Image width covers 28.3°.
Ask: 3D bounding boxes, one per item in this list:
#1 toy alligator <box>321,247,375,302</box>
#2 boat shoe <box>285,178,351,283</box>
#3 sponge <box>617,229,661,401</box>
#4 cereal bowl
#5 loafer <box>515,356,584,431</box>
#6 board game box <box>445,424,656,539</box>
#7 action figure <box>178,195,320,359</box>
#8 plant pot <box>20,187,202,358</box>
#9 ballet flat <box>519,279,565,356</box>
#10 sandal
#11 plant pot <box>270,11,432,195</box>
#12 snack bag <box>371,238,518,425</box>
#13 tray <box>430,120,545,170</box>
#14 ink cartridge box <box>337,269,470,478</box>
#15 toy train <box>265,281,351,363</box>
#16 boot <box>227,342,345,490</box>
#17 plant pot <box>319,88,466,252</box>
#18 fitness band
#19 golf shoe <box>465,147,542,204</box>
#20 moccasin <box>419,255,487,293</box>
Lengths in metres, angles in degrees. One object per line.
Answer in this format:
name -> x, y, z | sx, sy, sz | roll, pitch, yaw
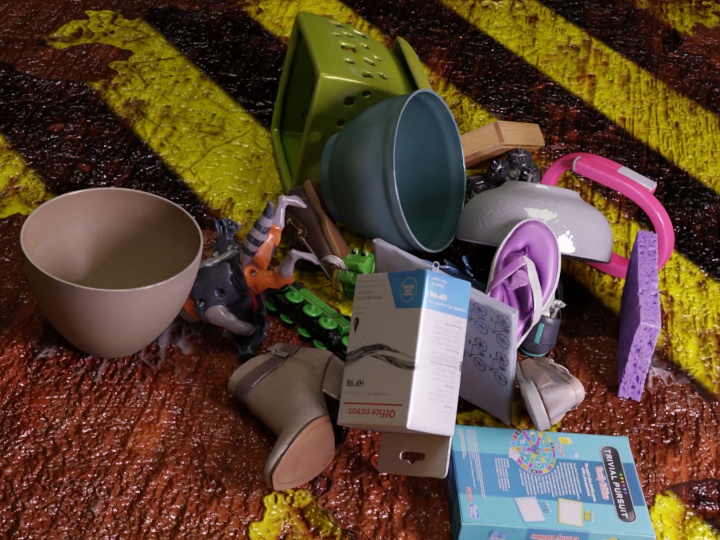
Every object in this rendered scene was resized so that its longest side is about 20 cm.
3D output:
toy alligator -> 0.000, 0.000, 1.647 | 0.059, 0.200, 0.055 | 11, 73, 20
boat shoe -> -0.057, -0.036, 1.793 | 0.070, 0.071, 0.201 | -34, 36, 6
sponge -> 0.333, 0.051, 1.706 | 0.029, 0.113, 0.201 | 10, 35, 5
cereal bowl -> 0.222, -0.064, 1.788 | 0.198, 0.084, 0.200 | 10, 0, 0
loafer -> 0.206, 0.131, 1.541 | 0.062, 0.073, 0.200 | -22, 3, 5
board game box -> 0.190, 0.232, 1.474 | 0.197, 0.047, 0.152 | 5, 34, -6
action figure -> -0.145, -0.014, 1.640 | 0.104, 0.193, 0.201 | 30, 28, -47
plant pot -> -0.280, 0.018, 1.598 | 0.198, 0.136, 0.201 | 6, 34, -4
ballet flat -> 0.221, 0.023, 1.760 | 0.072, 0.074, 0.201 | 9, 34, 0
sandal -> 0.179, 0.034, 1.653 | 0.082, 0.050, 0.204 | 23, 80, 2
plant pot -> -0.008, -0.215, 1.944 | 0.179, 0.202, 0.200 | 5, 34, -16
snack bag -> 0.088, 0.066, 1.569 | 0.199, 0.190, 0.021 | 29, 55, 27
tray -> 0.177, -0.168, 1.939 | 0.098, 0.037, 0.200 | -21, -5, 23
ink cartridge box -> 0.042, 0.106, 1.463 | 0.066, 0.203, 0.115 | 16, -13, -38
toy train -> -0.036, 0.066, 1.669 | 0.056, 0.042, 0.199 | -13, 39, -44
boot -> -0.084, 0.149, 1.525 | 0.145, 0.071, 0.199 | 22, 35, 29
plant pot -> 0.032, -0.120, 1.796 | 0.133, 0.202, 0.200 | -3, 27, 30
fitness band -> 0.315, -0.069, 1.844 | 0.199, 0.145, 0.037 | 30, 41, 27
golf shoe -> 0.149, -0.091, 1.915 | 0.198, 0.095, 0.079 | -18, 72, 0
moccasin -> 0.100, 0.013, 1.733 | 0.198, 0.081, 0.068 | 21, 47, 15
